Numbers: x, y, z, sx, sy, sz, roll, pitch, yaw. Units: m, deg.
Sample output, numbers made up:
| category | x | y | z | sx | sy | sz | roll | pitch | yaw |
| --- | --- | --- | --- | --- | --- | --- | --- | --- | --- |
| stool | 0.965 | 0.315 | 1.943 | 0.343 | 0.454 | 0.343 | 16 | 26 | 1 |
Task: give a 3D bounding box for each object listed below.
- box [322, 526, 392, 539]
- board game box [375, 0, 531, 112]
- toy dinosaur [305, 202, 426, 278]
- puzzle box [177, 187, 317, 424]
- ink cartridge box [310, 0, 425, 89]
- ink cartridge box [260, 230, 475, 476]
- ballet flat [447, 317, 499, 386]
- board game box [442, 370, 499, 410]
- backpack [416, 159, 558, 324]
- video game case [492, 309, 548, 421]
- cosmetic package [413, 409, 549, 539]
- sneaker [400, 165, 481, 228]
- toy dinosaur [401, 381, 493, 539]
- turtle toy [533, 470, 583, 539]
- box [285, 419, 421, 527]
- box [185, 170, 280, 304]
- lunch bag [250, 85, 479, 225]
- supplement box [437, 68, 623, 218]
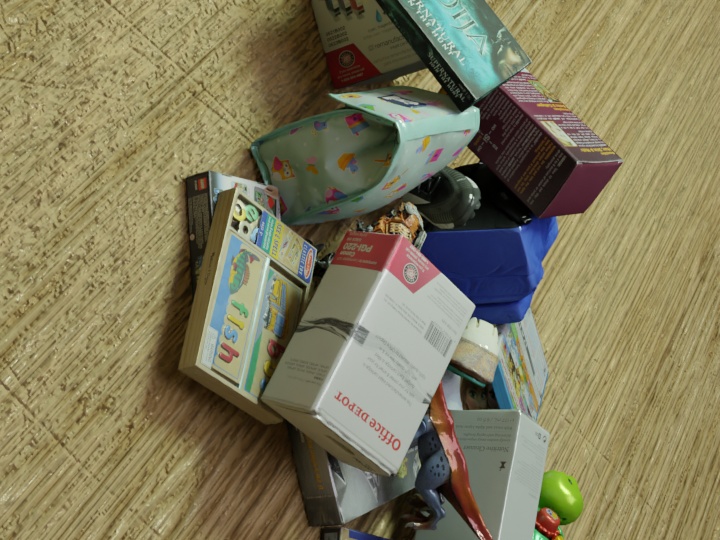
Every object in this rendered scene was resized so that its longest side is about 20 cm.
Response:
| category | x | y | z | sx | sy | sz | roll | pitch | yaw |
| --- | --- | --- | --- | --- | --- | --- | --- | --- | --- |
| box | 0.028 | 0.354 | 1.566 | 0.200 | 0.032 | 0.122 | 26 | 59 | -48 |
| board game box | 0.088 | -0.276 | 1.551 | 0.200 | 0.028 | 0.135 | 52 | 42 | 0 |
| toy dinosaur | 0.000 | 0.000 | 1.547 | 0.200 | 0.135 | 0.103 | -38 | 111 | -52 |
| puzzle box | -0.107 | 0.036 | 1.424 | 0.133 | 0.025 | 0.201 | 38 | 51 | -42 |
| ink cartridge box | 0.035 | -0.333 | 1.690 | 0.144 | 0.145 | 0.201 | -19 | 94 | -53 |
| ink cartridge box | 0.010 | 0.082 | 1.433 | 0.146 | 0.085 | 0.201 | 43 | 65 | -39 |
| ballet flat | 0.121 | 0.086 | 1.603 | 0.068 | 0.200 | 0.067 | 29 | 88 | -3 |
| board game box | 0.140 | 0.173 | 1.763 | 0.200 | 0.041 | 0.201 | 4 | 76 | -53 |
| backpack | 0.154 | -0.039 | 1.758 | 0.200 | 0.162 | 0.168 | -62 | 149 | -53 |
| video game case | 0.196 | 0.117 | 1.784 | 0.200 | 0.018 | 0.144 | -62 | 138 | -59 |
| cosmetic package | 0.132 | 0.260 | 1.597 | 0.081 | 0.112 | 0.201 | 39 | 55 | -47 |
| sneaker | 0.061 | -0.105 | 1.653 | 0.090 | 0.200 | 0.067 | 27 | 97 | -32 |
| toy dinosaur | 0.088 | 0.175 | 1.529 | 0.105 | 0.199 | 0.182 | -31 | 138 | -69 |
| turtle toy | 0.206 | 0.327 | 1.728 | 0.146 | 0.101 | 0.201 | 66 | 34 | -44 |
| box | 0.002 | 0.174 | 1.570 | 0.200 | 0.048 | 0.159 | -14 | 91 | -54 |
| box | -0.123 | 0.006 | 1.463 | 0.110 | 0.035 | 0.201 | 11 | 71 | -52 |
| lunch bag | 0.012 | -0.131 | 1.543 | 0.170 | 0.200 | 0.122 | -15 | 85 | -53 |
| supplement box | 0.192 | -0.159 | 1.683 | 0.110 | 0.086 | 0.200 | -7 | 49 | -52 |
